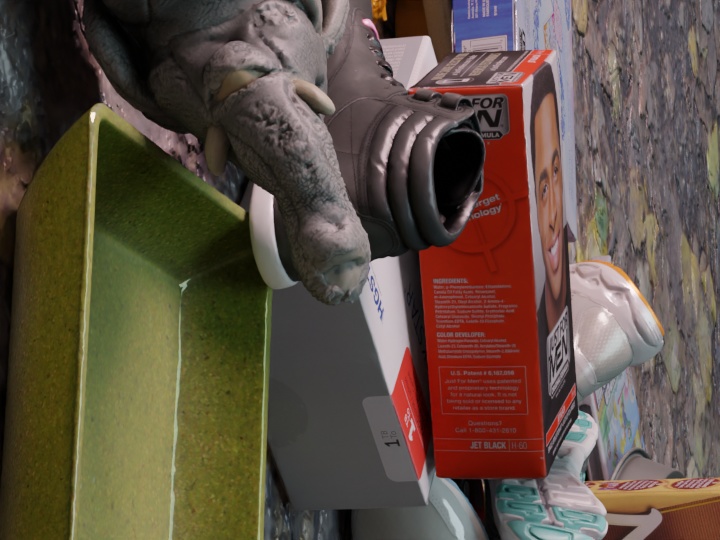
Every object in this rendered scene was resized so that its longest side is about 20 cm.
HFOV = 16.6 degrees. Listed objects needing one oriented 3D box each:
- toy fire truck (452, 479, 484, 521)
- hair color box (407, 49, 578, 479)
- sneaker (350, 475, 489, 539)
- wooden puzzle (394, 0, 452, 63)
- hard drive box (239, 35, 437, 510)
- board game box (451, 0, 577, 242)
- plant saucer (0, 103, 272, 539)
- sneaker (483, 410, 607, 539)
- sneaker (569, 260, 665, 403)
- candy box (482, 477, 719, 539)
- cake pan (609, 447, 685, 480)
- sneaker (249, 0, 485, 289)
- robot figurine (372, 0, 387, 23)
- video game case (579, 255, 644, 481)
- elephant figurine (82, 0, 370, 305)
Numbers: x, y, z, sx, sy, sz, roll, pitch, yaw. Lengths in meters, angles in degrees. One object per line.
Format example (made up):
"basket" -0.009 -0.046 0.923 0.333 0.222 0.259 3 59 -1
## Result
"toy fire truck" 0.057 0.209 1.453 0.141 0.049 0.200 33 53 -70
"hair color box" 0.069 -0.005 1.248 0.102 0.061 0.200 -48 135 -69
"sneaker" 0.031 0.201 1.334 0.081 0.076 0.200 -26 110 -69
"wooden puzzle" 0.048 -0.201 1.521 0.200 0.046 0.185 -65 148 -64
"hard drive box" 0.000 0.000 1.274 0.200 0.077 0.156 -72 152 -47
"board game box" 0.093 -0.144 1.496 0.199 0.043 0.200 56 31 -62
"plant saucer" -0.095 0.055 1.018 0.200 0.048 0.200 39 51 -66
"sneaker" 0.097 0.142 1.421 0.200 0.078 0.091 -79 177 -67
"sneaker" 0.075 0.036 1.393 0.092 0.200 0.076 -39 111 -26
"candy box" 0.155 0.189 1.513 0.056 0.200 0.117 -15 100 -72
"cake pan" 0.220 0.239 1.922 0.200 0.037 0.200 5 90 -68
"sneaker" 0.013 -0.073 1.148 0.071 0.099 0.200 70 21 -43
"robot figurine" -0.029 -0.210 1.254 0.145 0.058 0.200 -52 136 -64
"video game case" 0.195 0.109 1.950 0.143 0.017 0.200 -65 147 -57
"elephant figurine" -0.061 -0.103 1.009 0.155 0.141 0.200 -54 129 -41
